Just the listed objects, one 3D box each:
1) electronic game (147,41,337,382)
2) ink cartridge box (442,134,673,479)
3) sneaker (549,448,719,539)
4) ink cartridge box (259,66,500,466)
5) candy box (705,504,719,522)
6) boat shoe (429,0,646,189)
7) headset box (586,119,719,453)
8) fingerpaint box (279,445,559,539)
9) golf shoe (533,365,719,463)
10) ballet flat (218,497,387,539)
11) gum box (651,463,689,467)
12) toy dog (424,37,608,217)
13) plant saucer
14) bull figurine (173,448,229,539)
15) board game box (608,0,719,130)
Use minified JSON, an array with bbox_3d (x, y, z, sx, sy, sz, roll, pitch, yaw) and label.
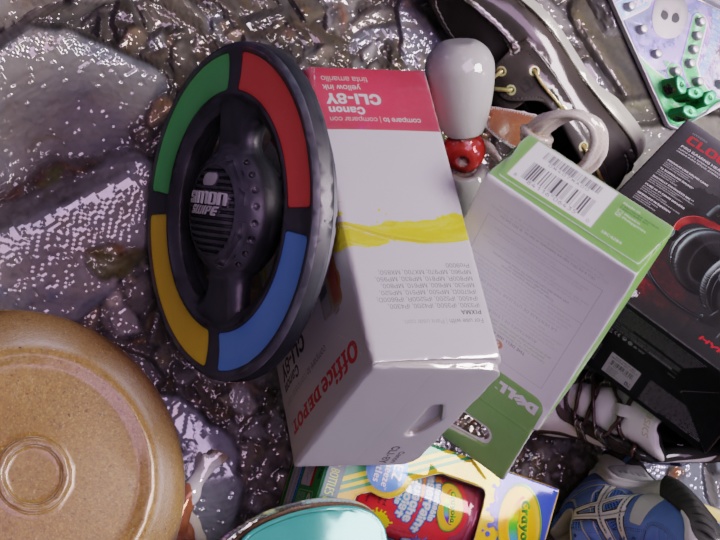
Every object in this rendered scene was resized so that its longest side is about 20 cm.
[{"bbox_3d":[-0.075,-0.035,0.808,0.042,0.200,0.201,3,85,-35],"label":"electronic game"},{"bbox_3d":[0.097,0.027,0.844,0.104,0.200,0.059,35,43,12],"label":"ink cartridge box"},{"bbox_3d":[0.189,0.179,0.901,0.077,0.200,0.076,-40,98,-8],"label":"sneaker"},{"bbox_3d":[0.000,0.000,0.825,0.083,0.145,0.200,0,60,-23],"label":"ink cartridge box"},{"bbox_3d":[0.300,0.253,1.011,0.200,0.055,0.116,22,79,-19],"label":"candy box"},{"bbox_3d":[0.119,-0.130,0.960,0.201,0.072,0.061,43,68,-16],"label":"boat shoe"},{"bbox_3d":[0.228,-0.001,0.913,0.149,0.075,0.200,38,52,14],"label":"headset box"},{"bbox_3d":[0.021,0.212,0.893,0.167,0.073,0.201,22,78,-19],"label":"fingerpaint box"},{"bbox_3d":[0.172,0.086,0.929,0.199,0.094,0.078,8,94,3],"label":"golf shoe"},{"bbox_3d":[-0.077,0.190,0.794,0.200,0.071,0.069,-25,86,-34],"label":"ballet flat"},{"bbox_3d":[0.283,0.033,1.028,0.200,0.045,0.170,-19,93,-22],"label":"gum box"},{"bbox_3d":[0.079,-0.064,0.904,0.132,0.200,0.096,21,37,1],"label":"toy dog"},{"bbox_3d":[-0.188,0.116,0.767,0.200,0.035,0.201,8,72,-25],"label":"plant saucer"},{"bbox_3d":[-0.149,0.157,0.835,0.200,0.065,0.122,24,70,-24],"label":"bull figurine"},{"bbox_3d":[0.278,-0.238,1.058,0.200,0.026,0.200,-28,96,-22],"label":"board game box"}]
